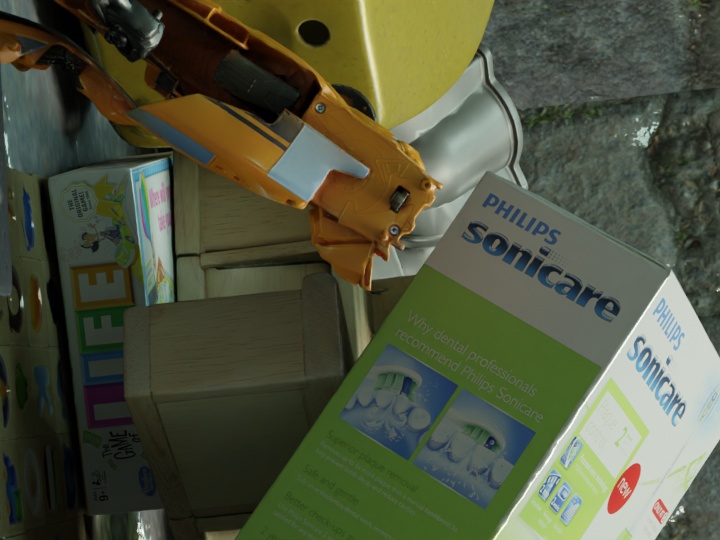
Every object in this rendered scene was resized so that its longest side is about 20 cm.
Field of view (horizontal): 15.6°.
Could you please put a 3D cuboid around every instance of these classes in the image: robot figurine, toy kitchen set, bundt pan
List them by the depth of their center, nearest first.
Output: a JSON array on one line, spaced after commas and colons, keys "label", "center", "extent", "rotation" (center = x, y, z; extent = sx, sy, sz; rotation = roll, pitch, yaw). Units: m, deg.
[{"label": "robot figurine", "center": [-0.066, -0.069, 0.904], "extent": [0.058, 0.200, 0.145], "rotation": [-57, -179, 1]}, {"label": "toy kitchen set", "center": [0.000, 0.000, 1.047], "extent": [0.181, 0.163, 0.201], "rotation": [79, 6, -58]}, {"label": "bundt pan", "center": [-0.021, -0.063, 1.323], "extent": [0.076, 0.201, 0.202], "rotation": [-42, 135, -40]}]

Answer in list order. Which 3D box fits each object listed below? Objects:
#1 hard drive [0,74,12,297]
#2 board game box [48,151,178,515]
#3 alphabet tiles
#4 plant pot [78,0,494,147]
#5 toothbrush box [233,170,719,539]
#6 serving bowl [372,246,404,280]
[{"label": "hard drive", "center": [-0.139, -0.068, 0.734], "extent": [0.200, 0.042, 0.135], "rotation": [62, 23, -78]}, {"label": "board game box", "center": [-0.093, 0.020, 1.121], "extent": [0.200, 0.034, 0.135], "rotation": [-58, 143, -85]}, {"label": "alphabet tiles", "center": [-0.123, 0.045, 0.974], "extent": [0.200, 0.006, 0.167], "rotation": [18, 65, -84]}, {"label": "plant pot", "center": [-0.042, -0.159, 1.135], "extent": [0.200, 0.195, 0.195], "rotation": [-82, 166, -47]}, {"label": "toothbrush box", "center": [0.041, 0.088, 0.956], "extent": [0.200, 0.086, 0.146], "rotation": [-56, 153, -9]}, {"label": "serving bowl", "center": [-0.044, 0.042, 1.246], "extent": [0.200, 0.066, 0.201], "rotation": [28, -58, 58]}]
